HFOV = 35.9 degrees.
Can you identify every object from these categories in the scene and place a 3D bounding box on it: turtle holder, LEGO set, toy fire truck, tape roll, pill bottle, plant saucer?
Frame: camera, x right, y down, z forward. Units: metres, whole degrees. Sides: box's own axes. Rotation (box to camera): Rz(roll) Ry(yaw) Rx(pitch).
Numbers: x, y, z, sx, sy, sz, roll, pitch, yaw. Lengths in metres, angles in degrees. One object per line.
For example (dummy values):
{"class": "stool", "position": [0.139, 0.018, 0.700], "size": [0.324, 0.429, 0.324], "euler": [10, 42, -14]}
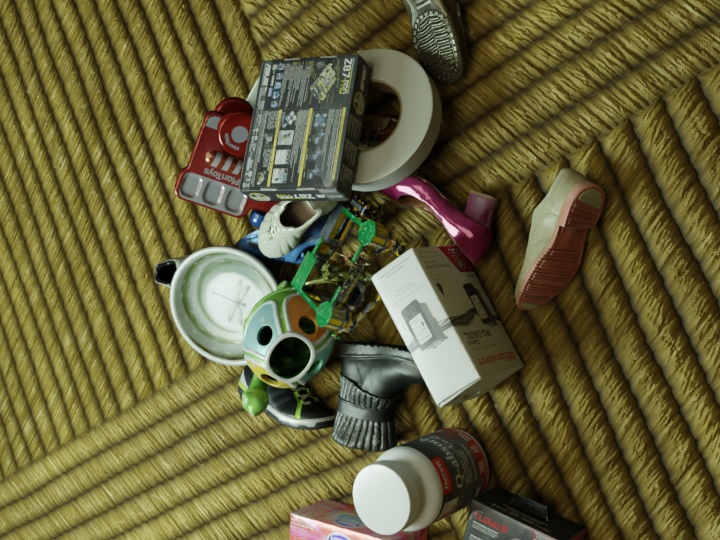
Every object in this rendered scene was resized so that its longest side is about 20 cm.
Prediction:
{"class": "turtle holder", "position": [-0.123, 0.116, 1.671], "size": [0.185, 0.132, 0.142], "euler": [-30, 109, 5]}
{"class": "LEGO set", "position": [0.000, 0.000, 1.618], "size": [0.153, 0.115, 0.202], "euler": [30, 98, 52]}
{"class": "toy fire truck", "position": [-0.164, -0.156, 1.679], "size": [0.169, 0.198, 0.112], "euler": [-66, 19, 15]}
{"class": "tape roll", "position": [0.016, -0.211, 1.551], "size": [0.201, 0.037, 0.205], "euler": [-9, 70, 25]}
{"class": "pill bottle", "position": [0.084, 0.293, 1.537], "size": [0.115, 0.199, 0.117], "euler": [4, 98, 35]}
{"class": "plant saucer", "position": [-0.205, 0.051, 1.773], "size": [0.198, 0.050, 0.202], "euler": [6, 110, 15]}

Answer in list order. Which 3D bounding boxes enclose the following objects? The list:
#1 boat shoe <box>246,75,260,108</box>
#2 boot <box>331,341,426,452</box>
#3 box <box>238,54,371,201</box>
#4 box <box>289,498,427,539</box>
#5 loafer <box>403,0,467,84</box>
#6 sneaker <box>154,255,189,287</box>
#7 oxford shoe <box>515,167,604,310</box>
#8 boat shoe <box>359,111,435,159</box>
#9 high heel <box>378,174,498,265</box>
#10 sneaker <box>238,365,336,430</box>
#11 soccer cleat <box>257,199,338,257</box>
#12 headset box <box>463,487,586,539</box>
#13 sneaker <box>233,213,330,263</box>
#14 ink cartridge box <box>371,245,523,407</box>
{"class": "boat shoe", "position": [-0.166, -0.226, 1.749], "size": [0.074, 0.068, 0.202], "euler": [29, 109, 33]}
{"class": "boot", "position": [0.045, 0.189, 1.628], "size": [0.210, 0.079, 0.160], "euler": [2, 89, 47]}
{"class": "box", "position": [-0.077, -0.198, 1.545], "size": [0.160, 0.049, 0.202], "euler": [0, 73, 29]}
{"class": "box", "position": [-0.005, 0.422, 1.681], "size": [0.199, 0.094, 0.104], "euler": [7, 98, 35]}
{"class": "loafer", "position": [0.105, -0.360, 1.543], "size": [0.076, 0.067, 0.202], "euler": [-10, 104, 39]}
{"class": "sneaker", "position": [-0.257, 0.014, 1.835], "size": [0.198, 0.080, 0.075], "euler": [2, 94, 34]}
{"class": "oxford shoe", "position": [0.255, -0.040, 1.475], "size": [0.201, 0.070, 0.074], "euler": [-64, 36, 23]}
{"class": "boat shoe", "position": [0.014, -0.195, 1.618], "size": [0.199, 0.074, 0.076], "euler": [13, 102, 35]}
{"class": "high heel", "position": [0.095, -0.075, 1.569], "size": [0.198, 0.067, 0.097], "euler": [17, 84, 21]}
{"class": "sneaker", "position": [-0.120, 0.188, 1.756], "size": [0.199, 0.071, 0.084], "euler": [20, 104, 33]}
{"class": "soccer cleat", "position": [-0.104, -0.073, 1.623], "size": [0.070, 0.077, 0.200], "euler": [54, 135, 1]}
{"class": "headset box", "position": [0.215, 0.405, 1.530], "size": [0.148, 0.075, 0.202], "euler": [20, 106, 33]}
{"class": "sneaker", "position": [-0.120, -0.036, 1.738], "size": [0.199, 0.066, 0.079], "euler": [-20, 85, 35]}
{"class": "ink cartridge box", "position": [0.122, 0.073, 1.521], "size": [0.083, 0.145, 0.201], "euler": [-36, 74, 28]}
